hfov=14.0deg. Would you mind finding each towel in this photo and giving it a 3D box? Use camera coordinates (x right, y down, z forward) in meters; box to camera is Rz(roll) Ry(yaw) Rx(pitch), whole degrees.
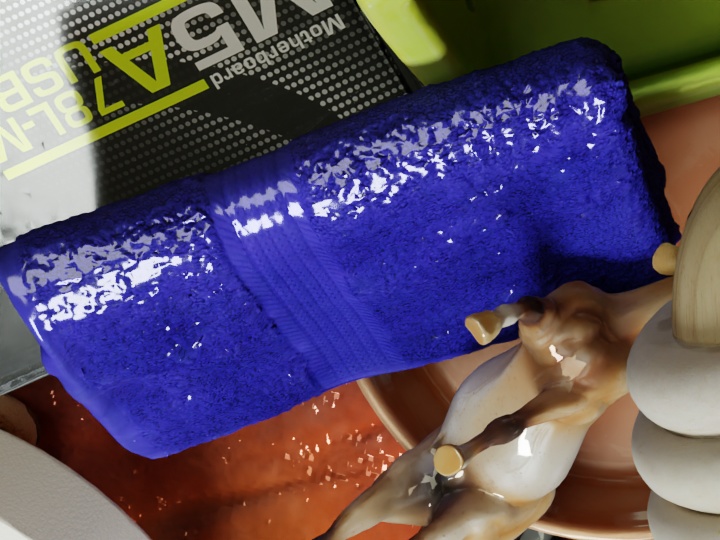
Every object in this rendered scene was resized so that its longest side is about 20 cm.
[{"bbox_3d":[0.000,0.000,0.916,0.199,0.148,0.050,-20,69,8],"label":"towel"}]

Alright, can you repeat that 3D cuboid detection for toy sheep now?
[{"bbox_3d":[0.146,0.056,0.850,0.137,0.138,0.201,-20,103,24],"label":"toy sheep"}]

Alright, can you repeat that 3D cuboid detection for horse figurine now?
[{"bbox_3d":[0.040,0.058,0.925,0.050,0.132,0.200,48,125,16],"label":"horse figurine"}]

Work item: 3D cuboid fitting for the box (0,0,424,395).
[{"bbox_3d":[-0.091,-0.072,0.945,0.199,0.048,0.194,-23,117,15],"label":"box"}]

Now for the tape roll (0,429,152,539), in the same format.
[{"bbox_3d":[-0.140,0.133,1.069,0.202,0.037,0.204,19,136,20],"label":"tape roll"}]

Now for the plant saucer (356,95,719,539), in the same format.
[{"bbox_3d":[0.087,-0.010,0.991,0.199,0.032,0.202,0,88,10],"label":"plant saucer"}]

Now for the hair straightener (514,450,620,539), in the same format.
[{"bbox_3d":[0.053,0.032,1.024,0.077,0.041,0.201,-33,76,23],"label":"hair straightener"}]

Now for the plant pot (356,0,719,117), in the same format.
[{"bbox_3d":[0.092,-0.164,0.888,0.198,0.200,0.182,-16,74,11],"label":"plant pot"}]

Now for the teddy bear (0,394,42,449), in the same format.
[{"bbox_3d":[-0.197,0.044,1.116,0.199,0.067,0.146,16,120,18],"label":"teddy bear"}]
